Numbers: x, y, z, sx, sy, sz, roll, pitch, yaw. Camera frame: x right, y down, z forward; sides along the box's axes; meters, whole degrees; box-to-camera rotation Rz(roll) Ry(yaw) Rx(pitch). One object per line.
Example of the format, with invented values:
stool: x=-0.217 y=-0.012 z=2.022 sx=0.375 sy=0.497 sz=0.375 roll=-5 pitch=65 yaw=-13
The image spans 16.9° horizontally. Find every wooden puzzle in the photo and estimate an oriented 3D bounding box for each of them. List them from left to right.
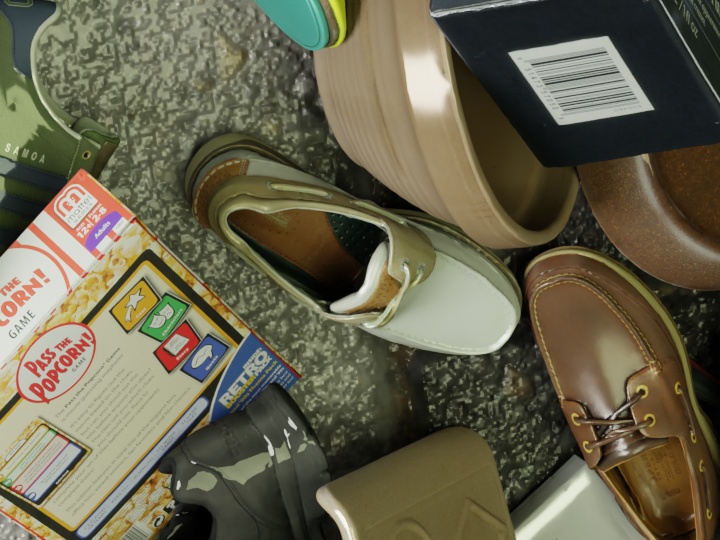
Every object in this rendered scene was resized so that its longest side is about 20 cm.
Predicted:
wooden puzzle: x=0.042 y=0.193 z=1.268 sx=0.046 sy=0.185 sz=0.200 roll=-20 pitch=89 yaw=26

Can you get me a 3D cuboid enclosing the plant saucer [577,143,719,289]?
plant saucer: x=0.203 y=-0.087 z=1.286 sx=0.200 sy=0.034 sz=0.201 roll=-5 pitch=100 yaw=-30

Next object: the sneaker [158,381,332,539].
sneaker: x=-0.057 y=0.150 z=1.268 sx=0.091 sy=0.076 sz=0.200 roll=-22 pitch=126 yaw=-15

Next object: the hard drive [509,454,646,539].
hard drive: x=0.089 y=0.219 z=1.379 sx=0.200 sy=0.026 sz=0.132 roll=-42 pitch=113 yaw=-6

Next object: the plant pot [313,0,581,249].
plant pot: x=0.038 y=-0.107 z=1.222 sx=0.093 sy=0.201 sz=0.201 roll=-7 pitch=111 yaw=25

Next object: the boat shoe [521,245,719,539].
boat shoe: x=0.148 y=0.076 z=1.327 sx=0.072 sy=0.068 sz=0.200 roll=-20 pitch=117 yaw=21

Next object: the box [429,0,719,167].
box: x=0.115 y=-0.175 z=1.170 sx=0.148 sy=0.107 sz=0.200 roll=46 pitch=42 yaw=-53

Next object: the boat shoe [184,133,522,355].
boat shoe: x=0.000 y=0.000 z=1.262 sx=0.200 sy=0.068 sz=0.075 roll=23 pitch=109 yaw=-21

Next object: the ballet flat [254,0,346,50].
ballet flat: x=-0.059 y=-0.197 z=1.170 sx=0.067 sy=0.067 sz=0.200 roll=-39 pitch=82 yaw=-25

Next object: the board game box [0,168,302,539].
board game box: x=-0.129 y=0.059 z=1.194 sx=0.152 sy=0.046 sz=0.200 roll=-48 pitch=147 yaw=-4

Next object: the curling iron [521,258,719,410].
curling iron: x=0.173 y=0.041 z=1.369 sx=0.200 sy=0.026 sz=0.050 roll=25 pitch=73 yaw=-19

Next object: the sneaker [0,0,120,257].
sneaker: x=-0.158 y=-0.041 z=1.199 sx=0.090 sy=0.067 sz=0.201 roll=-20 pitch=106 yaw=-9
